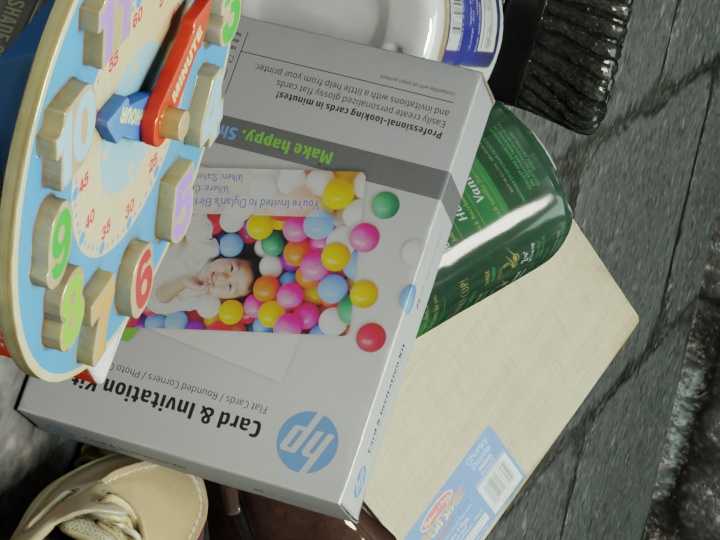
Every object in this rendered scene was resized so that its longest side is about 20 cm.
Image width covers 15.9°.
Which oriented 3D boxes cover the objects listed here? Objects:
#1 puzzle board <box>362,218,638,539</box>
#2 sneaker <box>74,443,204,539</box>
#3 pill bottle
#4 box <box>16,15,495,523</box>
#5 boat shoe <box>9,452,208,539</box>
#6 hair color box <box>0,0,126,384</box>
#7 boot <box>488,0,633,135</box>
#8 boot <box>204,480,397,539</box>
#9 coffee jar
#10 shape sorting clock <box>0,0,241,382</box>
[{"bbox_3d":[0.059,0.051,1.372,0.200,0.017,0.151,-52,128,-20],"label":"puzzle board"},{"bbox_3d":[-0.117,0.174,1.198,0.090,0.075,0.201,65,42,-60],"label":"sneaker"},{"bbox_3d":[0.006,-0.123,1.272,0.200,0.119,0.120,-11,115,-74],"label":"pill bottle"},{"bbox_3d":[-0.045,-0.007,1.128,0.041,0.155,0.201,53,54,-69],"label":"box"},{"bbox_3d":[-0.117,0.127,1.085,0.200,0.065,0.072,-32,96,-53],"label":"boat shoe"},{"bbox_3d":[-0.126,-0.049,0.967,0.200,0.064,0.111,75,33,-65],"label":"hair color box"},{"bbox_3d":[0.076,-0.179,1.399,0.212,0.157,0.080,91,20,-43],"label":"boot"},{"bbox_3d":[-0.055,0.148,1.357,0.072,0.199,0.167,-44,113,-39],"label":"boot"},{"bbox_3d":[0.000,0.000,1.263,0.199,0.086,0.104,-30,171,-18],"label":"coffee jar"},{"bbox_3d":[-0.081,-0.056,0.926,0.200,0.039,0.201,14,90,-75],"label":"shape sorting clock"}]
